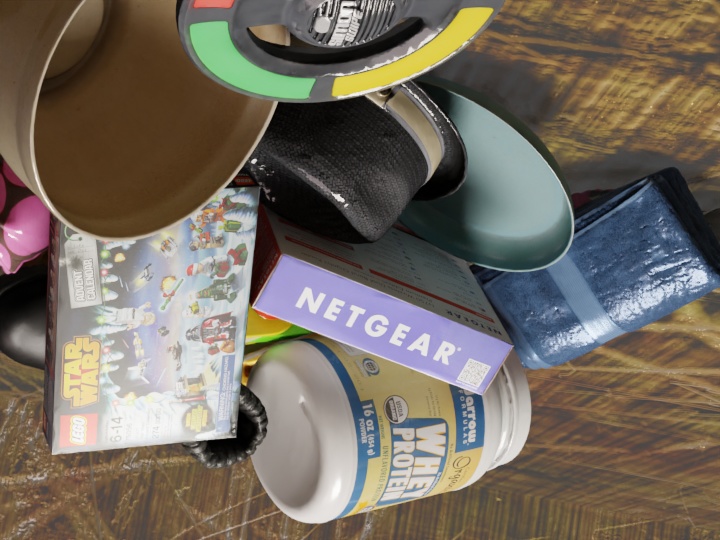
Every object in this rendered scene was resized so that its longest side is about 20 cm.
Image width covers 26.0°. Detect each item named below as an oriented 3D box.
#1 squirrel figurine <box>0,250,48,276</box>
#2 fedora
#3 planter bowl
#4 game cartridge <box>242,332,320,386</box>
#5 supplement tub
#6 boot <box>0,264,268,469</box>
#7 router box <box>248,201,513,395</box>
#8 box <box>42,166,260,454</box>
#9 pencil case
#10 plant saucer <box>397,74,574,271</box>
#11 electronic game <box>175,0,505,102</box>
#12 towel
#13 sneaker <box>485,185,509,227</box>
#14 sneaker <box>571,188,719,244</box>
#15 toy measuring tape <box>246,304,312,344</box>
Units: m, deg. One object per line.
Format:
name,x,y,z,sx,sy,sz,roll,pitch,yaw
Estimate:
squirrel figurine,-0.243,-0.059,1.265,0.200,0.187,0.142,5,164,17
fedora,-0.026,-0.084,1.113,0.200,0.092,0.201,22,156,11
planter bowl,-0.161,-0.138,0.969,0.135,0.200,0.200,34,179,32
game cartridge,-0.017,0.043,1.415,0.176,0.032,0.200,-22,-176,8
supplement tub,0.023,0.116,1.260,0.200,0.145,0.145,-9,177,-32
boot,-0.181,0.074,1.199,0.211,0.080,0.158,15,-161,-40
router box,0.000,0.000,1.192,0.200,0.049,0.180,22,-160,-22
box,-0.147,0.028,1.080,0.137,0.200,0.040,-3,-153,-21
pencil case,-0.195,-0.091,1.083,0.094,0.200,0.091,52,170,-4
plant saucer,0.075,-0.077,1.169,0.200,0.027,0.200,26,151,16
electronic game,-0.008,-0.158,0.906,0.200,0.042,0.200,-11,156,-5
towel,0.189,0.004,1.260,0.200,0.112,0.049,-29,-174,31
sneaker,0.087,-0.060,1.277,0.090,0.067,0.200,8,167,-1
sneaker,0.260,-0.018,1.309,0.200,0.080,0.086,10,177,22
toy measuring tape,-0.112,0.023,1.180,0.200,0.074,0.074,-4,177,-39
